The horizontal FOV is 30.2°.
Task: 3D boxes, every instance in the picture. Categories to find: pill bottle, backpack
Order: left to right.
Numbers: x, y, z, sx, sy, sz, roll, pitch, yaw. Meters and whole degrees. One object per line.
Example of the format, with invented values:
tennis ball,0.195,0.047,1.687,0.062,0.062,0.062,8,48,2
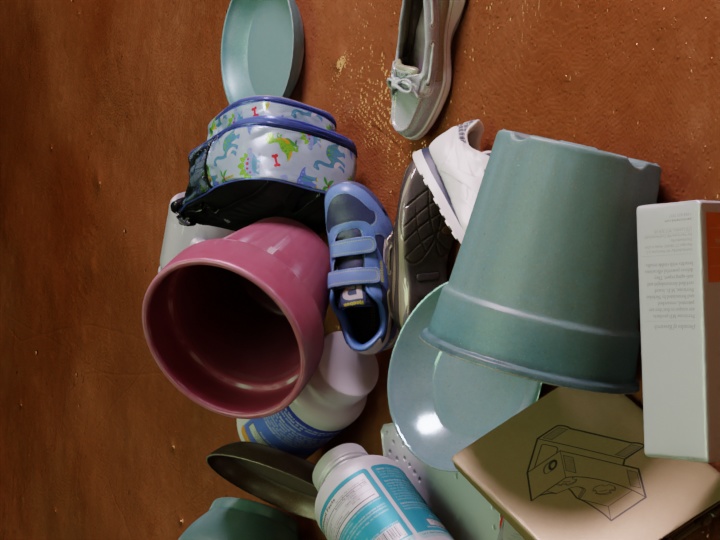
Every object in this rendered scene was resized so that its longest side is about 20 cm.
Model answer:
backpack,-0.101,-0.123,1.585,0.200,0.182,0.148,-17,63,58
pill bottle,-0.060,0.151,1.592,0.200,0.111,0.113,-43,56,48
pill bottle,0.022,0.273,1.419,0.200,0.110,0.111,50,131,45

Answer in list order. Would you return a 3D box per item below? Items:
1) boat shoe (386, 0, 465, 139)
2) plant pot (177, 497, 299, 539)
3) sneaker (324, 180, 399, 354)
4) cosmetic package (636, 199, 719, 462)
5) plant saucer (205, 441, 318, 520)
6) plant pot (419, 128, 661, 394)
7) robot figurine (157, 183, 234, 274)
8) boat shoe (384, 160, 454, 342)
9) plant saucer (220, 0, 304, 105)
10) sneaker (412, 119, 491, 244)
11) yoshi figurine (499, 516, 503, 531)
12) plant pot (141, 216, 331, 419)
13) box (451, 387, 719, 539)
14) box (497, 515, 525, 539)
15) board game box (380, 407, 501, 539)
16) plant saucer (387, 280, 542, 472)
boat shoe,0.061,-0.241,1.438,0.074,0.064,0.203,42,125,49
plant pot,-0.149,0.370,1.687,0.200,0.199,0.135,-27,41,54
sneaker,0.000,0.000,1.483,0.073,0.082,0.202,-10,99,22
cosmetic package,0.282,0.047,1.067,0.071,0.101,0.202,-3,89,56
plant saucer,-0.087,0.251,1.588,0.200,0.200,0.032,-11,51,57
plant pot,0.171,-0.013,1.174,0.200,0.199,0.198,21,100,55
robot figurine,-0.215,-0.032,1.827,0.170,0.112,0.202,-68,-9,-71
boat shoe,0.055,-0.023,1.444,0.073,0.074,0.202,13,101,57
plant saucer,-0.124,-0.292,1.753,0.199,0.036,0.202,1,91,57
sneaker,0.124,-0.065,1.333,0.080,0.076,0.201,-31,61,9
yoshi figurine,0.182,0.258,1.258,0.111,0.112,0.201,22,98,19
plant pot,-0.117,0.035,1.492,0.198,0.179,0.201,10,121,17
box,0.198,0.180,1.156,0.200,0.163,0.021,42,156,48
box,0.182,0.319,1.197,0.155,0.041,0.202,15,108,10
board game box,0.096,0.257,1.429,0.200,0.026,0.202,-19,74,55
plant saucer,0.114,0.107,1.355,0.200,0.039,0.203,-17,64,39
